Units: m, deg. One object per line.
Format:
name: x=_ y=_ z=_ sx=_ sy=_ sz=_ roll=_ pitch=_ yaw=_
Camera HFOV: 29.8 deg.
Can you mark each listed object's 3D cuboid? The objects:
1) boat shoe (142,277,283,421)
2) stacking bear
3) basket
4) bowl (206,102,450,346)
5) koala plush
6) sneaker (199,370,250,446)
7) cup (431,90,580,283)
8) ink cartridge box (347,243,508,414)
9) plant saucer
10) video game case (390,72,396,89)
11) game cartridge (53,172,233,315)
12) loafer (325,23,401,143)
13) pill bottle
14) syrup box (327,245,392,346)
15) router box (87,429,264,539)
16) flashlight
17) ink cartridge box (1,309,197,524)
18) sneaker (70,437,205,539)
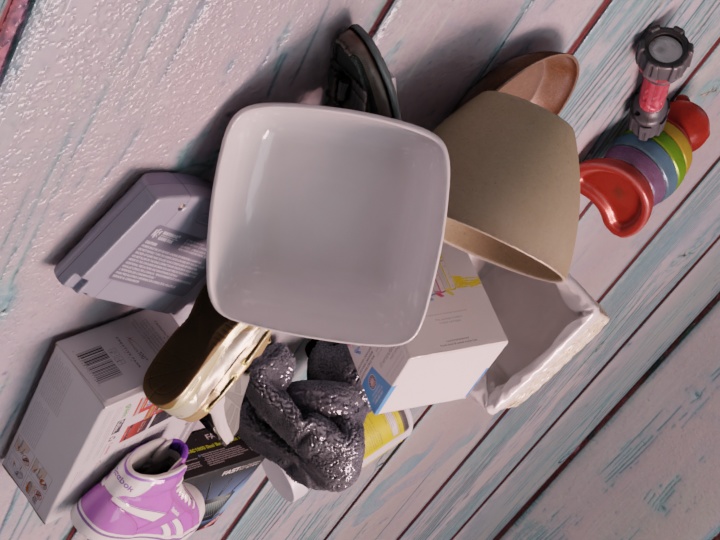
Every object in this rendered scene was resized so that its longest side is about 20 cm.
boat shoe: x=-0.119 y=0.054 z=1.261 sx=0.200 sy=0.074 sz=0.066 roll=-48 pitch=141 yaw=-8
stacking bear: x=0.400 y=-0.158 z=1.837 sx=0.200 sy=0.122 sz=0.114 roll=-43 pitch=-173 yaw=-27
basket: x=0.193 y=0.053 z=1.778 sx=0.200 sy=0.198 sz=0.161 roll=-45 pitch=163 yaw=11
bowl: x=-0.027 y=-0.046 z=1.172 sx=0.075 sy=0.199 sz=0.201 roll=-77 pitch=176 yaw=-74
koala plush: x=-0.028 y=0.149 z=1.646 sx=0.200 sy=0.184 sz=0.178 roll=-43 pitch=164 yaw=-30
sneaker: x=-0.153 y=0.133 z=1.507 sx=0.079 sy=0.074 sz=0.200 roll=-39 pitch=160 yaw=-18
cup: x=0.138 y=-0.092 z=1.340 sx=0.144 sy=0.200 sz=0.200 roll=-65 pitch=159 yaw=-3
ink cartridge box: x=0.053 y=0.036 z=1.511 sx=0.125 sy=0.200 sz=0.129 roll=-9 pitch=149 yaw=-26
plant saucer: x=0.152 y=-0.169 z=1.475 sx=0.200 sy=0.037 sz=0.201 roll=-34 pitch=158 yaw=-16
video game case: x=-0.020 y=-0.104 z=1.329 sx=0.143 sy=0.017 sz=0.200 roll=-37 pitch=159 yaw=-11
game cartridge: x=-0.171 y=-0.024 z=1.205 sx=0.133 sy=0.041 sz=0.200 roll=-41 pitch=160 yaw=10
loafer: x=-0.001 y=-0.130 z=1.208 sx=0.063 sy=0.072 sz=0.200 roll=-30 pitch=144 yaw=-10
pill bottle: x=-0.034 y=0.228 z=1.849 sx=0.200 sy=0.112 sz=0.112 roll=-31 pitch=158 yaw=-24
syrup box: x=0.000 y=0.000 z=1.327 sx=0.079 sy=0.081 sz=0.200 roll=-65 pitch=175 yaw=16
router box: x=-0.225 y=0.269 z=1.666 sx=0.200 sy=0.062 sz=0.150 roll=-10 pitch=143 yaw=-54
flashlight: x=0.369 y=-0.228 z=1.692 sx=0.068 sy=0.068 sz=0.200 roll=-27 pitch=158 yaw=-8
ink cartridge box: x=-0.238 y=0.136 z=1.341 sx=0.175 sy=0.084 sz=0.200 roll=-21 pitch=153 yaw=-46
sneaker: x=-0.195 y=0.222 z=1.382 sx=0.114 sy=0.073 sz=0.200 roll=-49 pitch=161 yaw=12
